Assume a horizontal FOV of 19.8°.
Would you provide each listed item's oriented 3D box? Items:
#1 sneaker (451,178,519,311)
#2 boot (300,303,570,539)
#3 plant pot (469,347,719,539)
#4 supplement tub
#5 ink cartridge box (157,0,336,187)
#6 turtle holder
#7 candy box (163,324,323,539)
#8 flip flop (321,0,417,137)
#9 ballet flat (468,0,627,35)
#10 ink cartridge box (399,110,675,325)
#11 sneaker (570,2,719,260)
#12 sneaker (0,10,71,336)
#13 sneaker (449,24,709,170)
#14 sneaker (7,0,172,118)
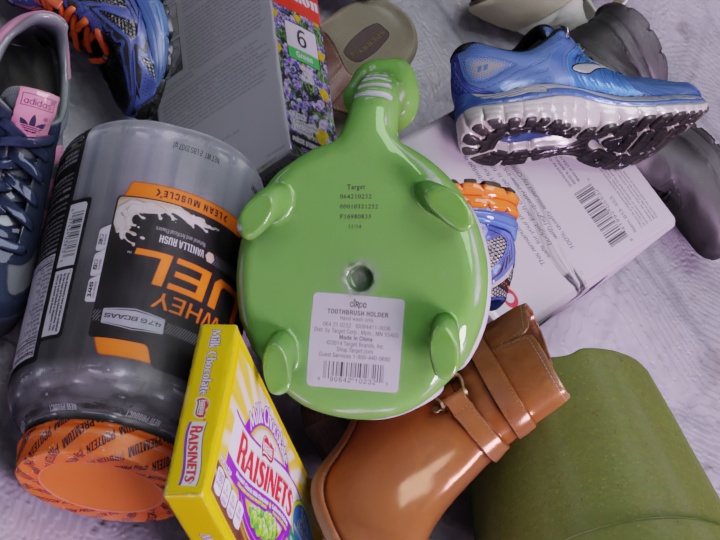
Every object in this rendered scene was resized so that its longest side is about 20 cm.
[{"bbox_3d":[0.000,0.000,1.234,0.075,0.199,0.079,41,39,-71],"label":"sneaker"},{"bbox_3d":[0.050,0.105,1.174,0.201,0.154,0.074,-105,168,-47],"label":"boot"},{"bbox_3d":[0.141,0.156,1.235,0.199,0.200,0.191,13,44,-28],"label":"plant pot"},{"bbox_3d":[-0.125,0.029,1.145,0.122,0.122,0.201,20,60,-23],"label":"supplement tub"},{"bbox_3d":[-0.076,-0.128,1.287,0.050,0.109,0.201,22,50,-43],"label":"ink cartridge box"},{"bbox_3d":[-0.003,-0.011,1.141,0.186,0.140,0.132,65,6,4],"label":"turtle holder"},{"bbox_3d":[-0.058,0.126,1.113,0.026,0.200,0.103,-3,54,14],"label":"candy box"},{"bbox_3d":[-0.016,-0.129,1.367,0.081,0.058,0.200,46,47,-2],"label":"flip flop"},{"bbox_3d":[0.157,-0.207,1.534,0.200,0.069,0.070,-32,83,-42],"label":"ballet flat"},{"bbox_3d":[0.092,-0.033,1.364,0.200,0.084,0.145,-31,82,-43],"label":"ink cartridge box"},{"bbox_3d":[0.199,-0.090,1.491,0.090,0.076,0.201,-29,84,-23],"label":"sneaker"},{"bbox_3d":[-0.203,-0.062,1.181,0.070,0.082,0.201,15,56,-26],"label":"sneaker"},{"bbox_3d":[0.143,-0.121,1.345,0.199,0.079,0.090,1,63,-34],"label":"sneaker"},{"bbox_3d":[-0.183,-0.174,1.272,0.078,0.075,0.201,-24,72,-28],"label":"sneaker"}]
